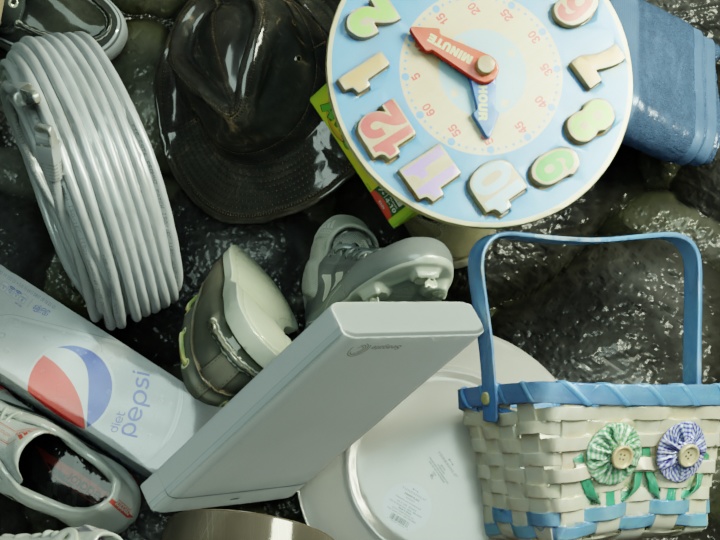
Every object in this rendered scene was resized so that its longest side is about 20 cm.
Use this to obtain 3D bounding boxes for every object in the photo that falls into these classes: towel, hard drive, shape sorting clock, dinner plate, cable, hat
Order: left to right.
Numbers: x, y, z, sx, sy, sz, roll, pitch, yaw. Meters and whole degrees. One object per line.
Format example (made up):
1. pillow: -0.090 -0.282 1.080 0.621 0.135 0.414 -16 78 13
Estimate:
1. cable: -0.178 -0.062 1.321 0.069 0.201 0.200 -22 30 -11
2. hat: -0.077 -0.137 1.373 0.200 0.081 0.201 -7 73 23
3. hard drive: -0.031 0.086 1.256 0.200 0.132 0.027 -44 62 33
4. dinner plate: 0.055 0.132 1.352 0.199 0.024 0.201 0 74 1
5. shape sorting clock: 0.076 -0.125 1.267 0.199 0.039 0.201 1 82 -7
6. towel: 0.158 -0.145 1.368 0.199 0.049 0.112 22 55 -25

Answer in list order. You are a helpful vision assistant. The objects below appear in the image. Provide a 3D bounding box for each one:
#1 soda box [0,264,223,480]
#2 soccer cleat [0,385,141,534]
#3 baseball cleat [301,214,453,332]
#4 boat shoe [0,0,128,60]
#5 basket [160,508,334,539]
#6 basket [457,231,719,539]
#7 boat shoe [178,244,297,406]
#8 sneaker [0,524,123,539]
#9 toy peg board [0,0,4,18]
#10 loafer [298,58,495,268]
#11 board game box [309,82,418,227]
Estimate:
1. soda box: -0.184 0.074 1.348 0.200 0.068 0.064 32 76 9
2. soccer cleat: -0.235 0.114 1.327 0.199 0.085 0.069 28 76 8
3. baseball cleat: 0.000 0.000 1.302 0.069 0.200 0.107 6 65 -23
4. boat shoe: -0.262 -0.203 1.436 0.199 0.057 0.069 23 75 7
5. basket: -0.081 0.261 1.260 0.180 0.136 0.201 16 68 -16
6. basket: 0.152 0.074 1.294 0.176 0.139 0.201 -2 82 -28
7. boat shoe: -0.083 0.036 1.303 0.060 0.202 0.072 -40 100 7
8. sneaker: -0.194 0.198 1.274 0.200 0.075 0.100 28 82 46
9. toy peg board: -0.365 -0.118 1.365 0.198 0.098 0.201 10 89 3
10. loafer: 0.026 -0.094 1.395 0.076 0.068 0.200 -37 77 -10
11. board game box: 0.070 -0.115 1.353 0.200 0.048 0.102 -29 85 -42
